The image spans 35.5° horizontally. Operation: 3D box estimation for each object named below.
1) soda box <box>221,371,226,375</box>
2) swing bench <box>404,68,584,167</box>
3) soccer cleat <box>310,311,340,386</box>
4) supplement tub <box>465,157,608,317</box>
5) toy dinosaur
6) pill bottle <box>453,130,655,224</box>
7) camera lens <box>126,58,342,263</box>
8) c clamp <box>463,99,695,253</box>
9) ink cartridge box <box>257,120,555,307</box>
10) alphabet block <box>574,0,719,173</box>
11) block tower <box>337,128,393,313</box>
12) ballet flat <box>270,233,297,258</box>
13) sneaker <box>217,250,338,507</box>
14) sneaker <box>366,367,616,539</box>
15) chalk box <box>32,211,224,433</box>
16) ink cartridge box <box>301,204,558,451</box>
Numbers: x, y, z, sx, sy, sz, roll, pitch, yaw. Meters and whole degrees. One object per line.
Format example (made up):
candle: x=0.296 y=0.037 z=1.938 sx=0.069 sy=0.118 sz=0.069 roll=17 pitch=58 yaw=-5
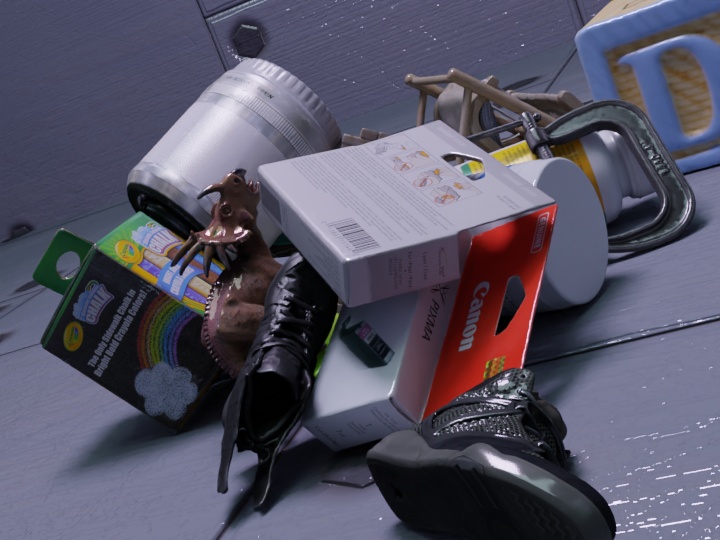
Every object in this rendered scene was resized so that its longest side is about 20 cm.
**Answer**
soda box: x=-0.140 y=0.051 z=1.246 sx=0.063 sy=0.068 sz=0.200 roll=-18 pitch=13 yaw=6
swing bench: x=0.165 y=-0.162 z=1.338 sx=0.199 sy=0.130 sz=0.199 roll=5 pitch=8 yaw=-13
soccer cleat: x=-0.061 y=0.074 z=1.049 sx=0.081 sy=0.068 sz=0.200 roll=-45 pitch=21 yaw=-23
supplement tub: x=0.104 y=-0.020 z=1.007 sx=0.200 sy=0.132 sz=0.132 roll=-12 pitch=16 yaw=40
toy dinosaur: x=-0.105 y=0.028 z=0.963 sx=0.086 sy=0.135 sz=0.201 roll=-26 pitch=47 yaw=33
pill bottle: x=0.200 y=-0.087 z=1.161 sx=0.199 sy=0.113 sz=0.113 roll=-21 pitch=13 yaw=4
camera lens: x=-0.134 y=-0.103 z=1.187 sx=0.200 sy=0.160 sz=0.160 roll=-51 pitch=24 yaw=-19
c clamp: x=0.217 y=-0.088 z=1.082 sx=0.170 sy=0.200 sz=0.027 roll=-26 pitch=-31 yaw=-4
ink cartridge box: x=0.031 y=-0.052 z=0.905 sx=0.176 sy=0.045 sz=0.200 roll=-15 pitch=30 yaw=-18
alphabet block: x=0.379 y=-0.231 z=1.287 sx=0.196 sy=0.196 sz=0.200 roll=-13 pitch=17 yaw=27
block tower: x=-0.014 y=-0.047 z=1.176 sx=0.054 sy=0.201 sz=0.058 roll=14 pitch=2 yaw=-2
ballet flat: x=-0.104 y=-0.035 z=1.281 sx=0.199 sy=0.068 sz=0.075 roll=-2 pitch=-22 yaw=19
sneaker: x=-0.060 y=0.075 z=0.856 sx=0.200 sy=0.060 sz=0.104 roll=-67 pitch=11 yaw=-8
sneaker: x=0.092 y=0.105 z=0.639 sx=0.114 sy=0.076 sz=0.199 roll=-34 pitch=11 yaw=-21
chalk box: x=-0.213 y=0.034 z=1.077 sx=0.125 sy=0.200 sz=0.124 roll=-56 pitch=1 yaw=20
ink cartridge box: x=0.054 y=0.031 z=0.859 sx=0.173 sy=0.044 sz=0.200 roll=-23 pitch=34 yaw=39
